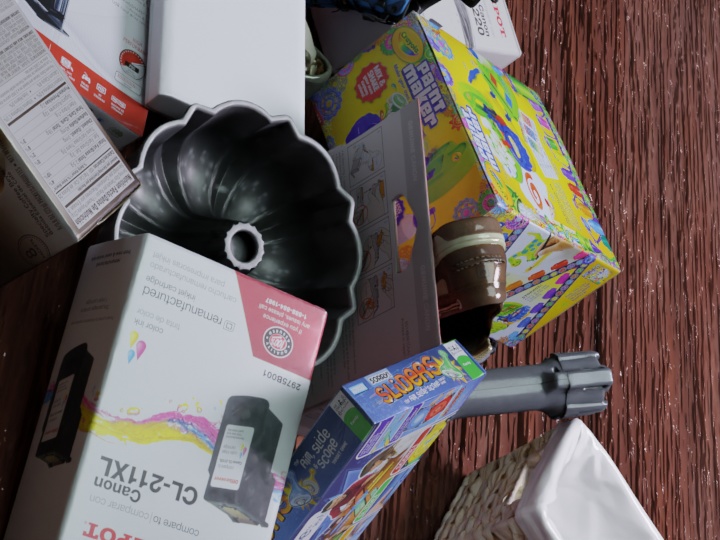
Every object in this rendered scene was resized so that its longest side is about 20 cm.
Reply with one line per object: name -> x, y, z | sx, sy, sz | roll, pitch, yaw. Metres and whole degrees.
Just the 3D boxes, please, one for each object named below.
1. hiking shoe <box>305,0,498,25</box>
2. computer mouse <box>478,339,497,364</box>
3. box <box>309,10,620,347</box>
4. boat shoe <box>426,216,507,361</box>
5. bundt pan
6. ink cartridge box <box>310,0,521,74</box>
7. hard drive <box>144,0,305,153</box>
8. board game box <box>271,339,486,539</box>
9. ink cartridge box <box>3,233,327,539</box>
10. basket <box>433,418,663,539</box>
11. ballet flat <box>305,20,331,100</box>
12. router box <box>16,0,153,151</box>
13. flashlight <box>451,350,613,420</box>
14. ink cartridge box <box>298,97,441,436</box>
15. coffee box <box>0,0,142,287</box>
hiking shoe -> 0.009, -0.234, 1.355 | 0.074, 0.198, 0.088 | 19, 58, -69
computer mouse -> 0.041, 0.024, 1.369 | 0.199, 0.046, 0.142 | 0, 62, -62
box -> 0.086, -0.072, 1.364 | 0.192, 0.122, 0.202 | 25, 37, -49
boat shoe -> 0.065, 0.035, 1.221 | 0.074, 0.203, 0.076 | -12, 70, -9
bundt pan -> -0.099, -0.012, 1.160 | 0.200, 0.075, 0.205 | 6, 80, -34
ink cartridge box -> 0.043, -0.249, 1.497 | 0.199, 0.084, 0.147 | -1, 71, -53
hard drive -> -0.097, -0.188, 1.241 | 0.131, 0.027, 0.202 | 22, 54, -35
board game box -> -0.012, 0.139, 1.113 | 0.034, 0.201, 0.135 | 46, 32, 18
ink cartridge box -> -0.118, 0.100, 1.035 | 0.145, 0.082, 0.202 | 24, 71, -32
basket -> 0.161, 0.245, 1.321 | 0.201, 0.123, 0.136 | 55, 33, -12
ballet flat -> -0.093, -0.222, 1.329 | 0.201, 0.063, 0.068 | 51, 38, -17
router box -> -0.227, -0.204, 1.165 | 0.199, 0.049, 0.181 | 35, 46, -35
flashlight -> 0.091, 0.098, 1.294 | 0.197, 0.069, 0.068 | -4, 34, -18
ink cartridge box -> 0.000, 0.000, 1.223 | 0.044, 0.175, 0.202 | 22, 54, -41
coffee box -> -0.245, -0.097, 1.028 | 0.201, 0.114, 0.080 | 57, 37, -13
